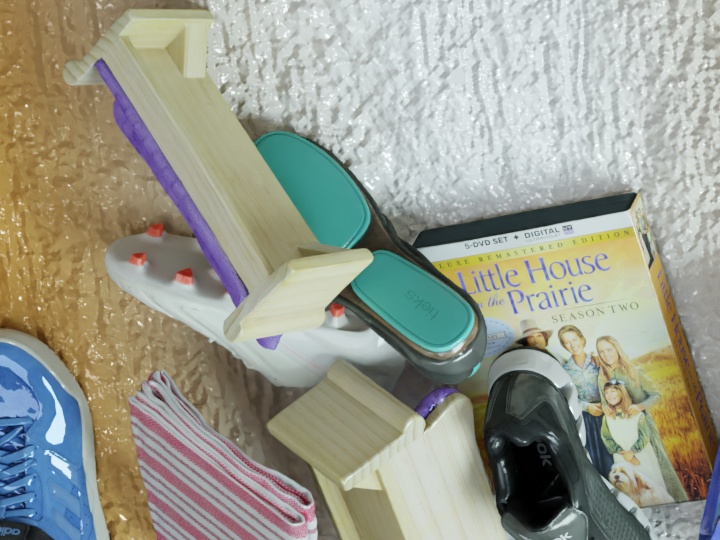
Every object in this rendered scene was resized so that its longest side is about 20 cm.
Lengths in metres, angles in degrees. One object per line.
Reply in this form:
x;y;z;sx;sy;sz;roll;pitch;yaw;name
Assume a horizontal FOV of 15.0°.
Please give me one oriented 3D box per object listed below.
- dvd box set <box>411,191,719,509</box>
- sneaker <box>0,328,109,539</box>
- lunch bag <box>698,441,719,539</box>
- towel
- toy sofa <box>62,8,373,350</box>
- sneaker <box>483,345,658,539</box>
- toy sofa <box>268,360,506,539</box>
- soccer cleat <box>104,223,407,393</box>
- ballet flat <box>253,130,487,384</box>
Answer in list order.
0.127;0.057;1.656;0.146;0.029;0.201;-9;114;23;dvd box set
-0.222;0.146;1.775;0.076;0.111;0.201;-1;117;19;sneaker
0.285;0.130;1.611;0.150;0.094;0.201;8;132;0;lunch bag
-0.078;0.158;1.717;0.146;0.030;0.200;36;154;24;towel
-0.093;-0.050;1.596;0.098;0.083;0.201;-43;71;30;toy sofa
0.123;0.149;1.636;0.066;0.091;0.201;-18;112;27;sneaker
0.027;0.150;1.683;0.083;0.097;0.201;34;153;46;toy sofa
-0.067;0.032;1.689;0.199;0.069;0.078;17;125;6;soccer cleat
0.000;0.000;1.630;0.200;0.068;0.068;47;170;27;ballet flat
